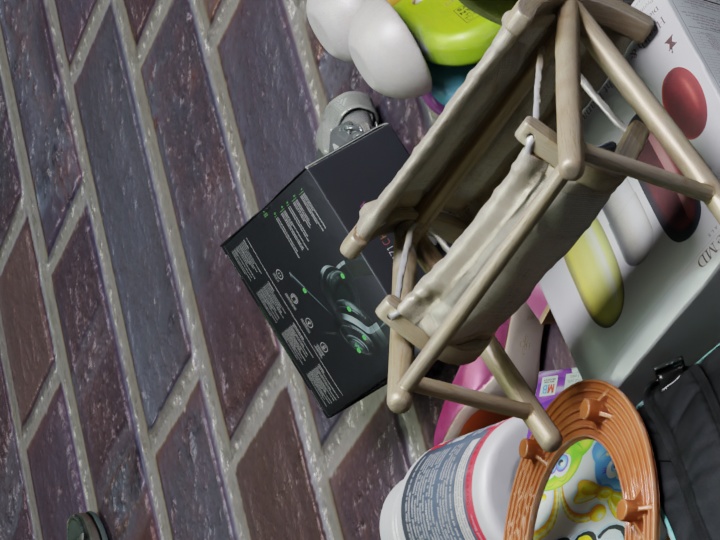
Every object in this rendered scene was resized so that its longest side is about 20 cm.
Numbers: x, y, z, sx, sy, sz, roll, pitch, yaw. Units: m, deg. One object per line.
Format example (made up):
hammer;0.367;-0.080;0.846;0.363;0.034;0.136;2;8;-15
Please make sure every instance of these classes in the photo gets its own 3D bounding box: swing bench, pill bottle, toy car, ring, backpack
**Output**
swing bench;0.093;-0.039;1.479;0.199;0.129;0.201;-54;35;30
pill bottle;0.095;0.178;1.871;0.200;0.119;0.120;-27;64;61
toy car;0.070;-0.185;1.937;0.200;0.175;0.150;43;162;57
ring;0.123;0.164;1.496;0.200;0.019;0.202;-171;90;-69
backpack;0.257;0.121;1.415;0.176;0.153;0.200;-37;25;15

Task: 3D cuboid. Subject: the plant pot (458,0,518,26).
plant pot;0.163;-0.278;1.708;0.200;0.199;0.191;-27;53;62

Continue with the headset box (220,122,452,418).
headset box;0.000;0.000;2.036;0.175;0.093;0.200;57;149;5

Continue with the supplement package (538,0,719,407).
supplement package;0.216;-0.036;1.562;0.192;0.146;0.201;-54;41;32

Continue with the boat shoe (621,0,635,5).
boat shoe;0.183;-0.155;1.620;0.067;0.199;0.057;-36;54;33

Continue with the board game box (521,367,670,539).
board game box;0.164;0.172;1.631;0.103;0.105;0.201;-9;54;36

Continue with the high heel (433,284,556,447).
high heel;0.096;0.049;1.927;0.096;0.067;0.201;56;133;36

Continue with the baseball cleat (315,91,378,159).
baseball cleat;0.002;-0.101;2.143;0.200;0.069;0.107;-2;87;64

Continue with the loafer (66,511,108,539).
loafer;-0.303;0.352;2.765;0.072;0.063;0.201;122;141;-46
